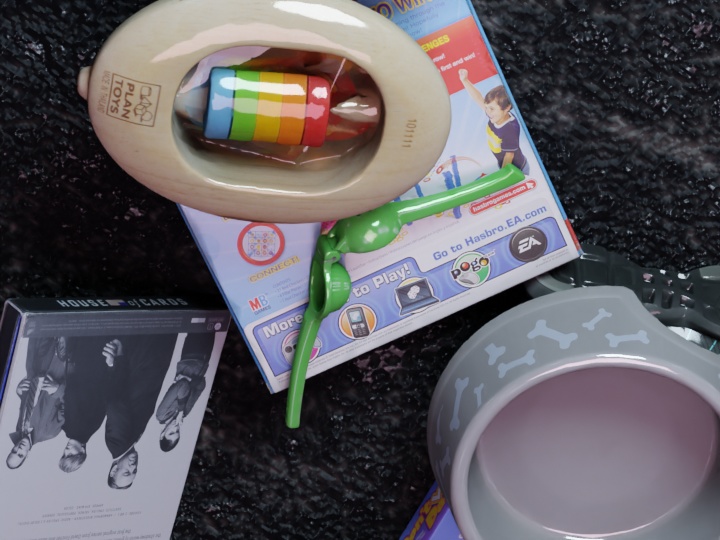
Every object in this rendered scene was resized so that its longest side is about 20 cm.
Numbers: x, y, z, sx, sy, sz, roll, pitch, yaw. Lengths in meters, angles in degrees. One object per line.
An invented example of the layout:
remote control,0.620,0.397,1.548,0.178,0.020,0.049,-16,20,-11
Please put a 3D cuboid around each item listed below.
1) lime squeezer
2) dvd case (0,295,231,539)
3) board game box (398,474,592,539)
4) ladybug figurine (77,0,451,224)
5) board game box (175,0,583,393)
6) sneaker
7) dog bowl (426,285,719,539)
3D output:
lime squeezer,0.000,0.000,1.541,0.200,0.038,0.071,-49,140,13
dvd case,-0.161,0.110,1.587,0.150,0.025,0.201,0,115,-42
board game box,0.102,0.169,1.670,0.134,0.045,0.201,26,108,-15
ladybug figurine,-0.051,-0.096,1.466,0.199,0.072,0.136,8,118,-10
board game box,-0.003,-0.059,1.559,0.199,0.056,0.196,-24,113,4
sneaker,0.186,0.040,1.621,0.199,0.076,0.080,13,125,-4
dog bowl,0.137,0.109,1.579,0.199,0.059,0.201,0,119,-1
